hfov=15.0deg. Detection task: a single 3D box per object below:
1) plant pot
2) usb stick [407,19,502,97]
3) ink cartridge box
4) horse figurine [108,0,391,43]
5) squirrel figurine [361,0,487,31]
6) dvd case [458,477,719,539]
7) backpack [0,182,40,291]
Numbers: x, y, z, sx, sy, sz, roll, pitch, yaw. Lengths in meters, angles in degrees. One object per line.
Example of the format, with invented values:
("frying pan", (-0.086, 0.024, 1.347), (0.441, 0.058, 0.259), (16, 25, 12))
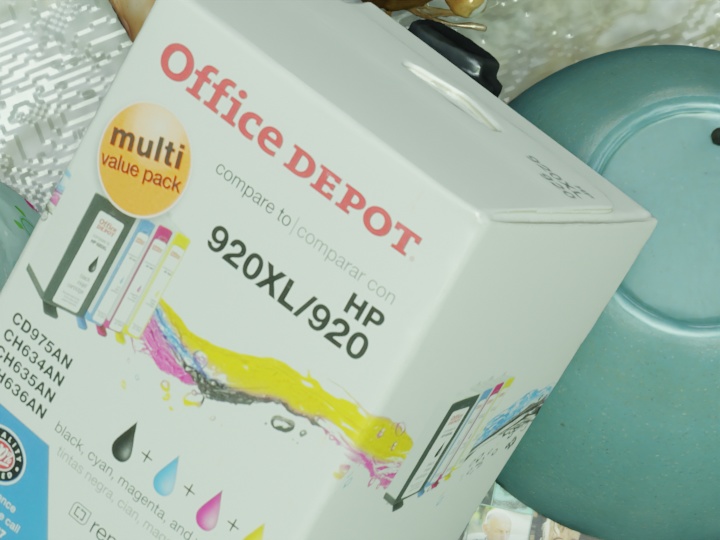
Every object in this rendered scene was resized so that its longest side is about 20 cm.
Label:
("plant pot", (0.122, -0.003, 1.051), (0.199, 0.135, 0.202), (0, 76, -1))
("usb stick", (0.000, 0.000, 1.077), (0.055, 0.032, 0.201), (38, 112, 42))
("ink cartridge box", (-0.026, 0.023, 0.949), (0.147, 0.144, 0.201), (37, 108, 22))
("horse figurine", (-0.053, -0.074, 1.129), (0.132, 0.050, 0.201), (1, 78, -1))
("squirrel figurine", (0.069, -0.183, 1.064), (0.186, 0.200, 0.142), (-35, 86, -32))
("dvd case", (0.095, 0.094, 1.109), (0.145, 0.022, 0.201), (10, 79, 2))
("backpack", (-0.203, 0.047, 1.051), (0.176, 0.151, 0.201), (-4, 72, 22))
